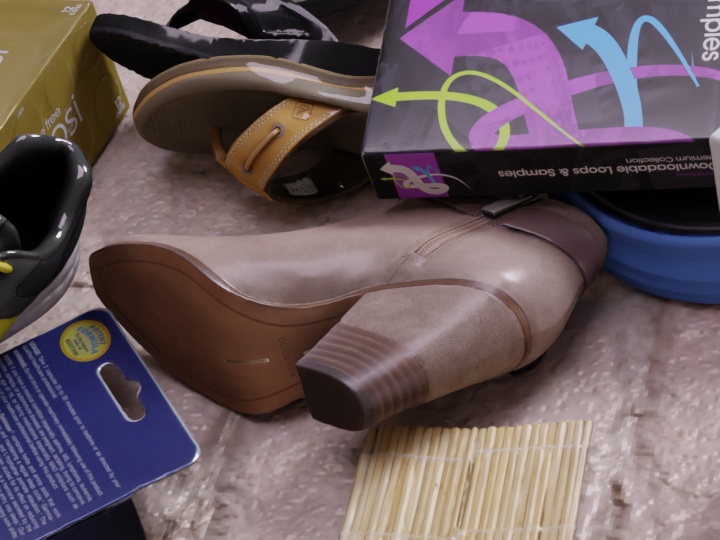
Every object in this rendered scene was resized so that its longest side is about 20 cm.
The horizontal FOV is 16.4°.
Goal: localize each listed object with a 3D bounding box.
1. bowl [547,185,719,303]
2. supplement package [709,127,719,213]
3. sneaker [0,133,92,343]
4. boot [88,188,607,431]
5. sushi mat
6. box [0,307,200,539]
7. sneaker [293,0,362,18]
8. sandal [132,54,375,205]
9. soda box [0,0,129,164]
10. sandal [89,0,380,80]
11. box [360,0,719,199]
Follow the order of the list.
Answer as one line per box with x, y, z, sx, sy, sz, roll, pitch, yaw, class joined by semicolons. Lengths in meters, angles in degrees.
0.168;-0.080;1.069;0.199;0.039;0.202;-14;51;17;bowl
0.254;0.002;0.895;0.150;0.153;0.199;-38;44;-26;supplement package
-0.176;0.013;1.012;0.074;0.085;0.200;31;50;2;sneaker
0.000;0.000;1.061;0.199;0.071;0.146;26;48;38;boot
0.029;0.129;0.930;0.095;0.012;0.201;-1;42;15;sushi mat
-0.170;0.096;1.021;0.199;0.033;0.121;-26;40;-12;box
0.021;-0.207;1.240;0.200;0.083;0.072;-40;16;-1;sneaker
-0.019;-0.056;1.129;0.199;0.080;0.054;7;72;25;sandal
-0.182;-0.043;1.162;0.064;0.068;0.201;4;43;23;soda box
-0.030;-0.102;1.174;0.199;0.075;0.048;11;74;18;sandal
0.107;-0.100;1.050;0.198;0.036;0.144;-1;55;16;box
